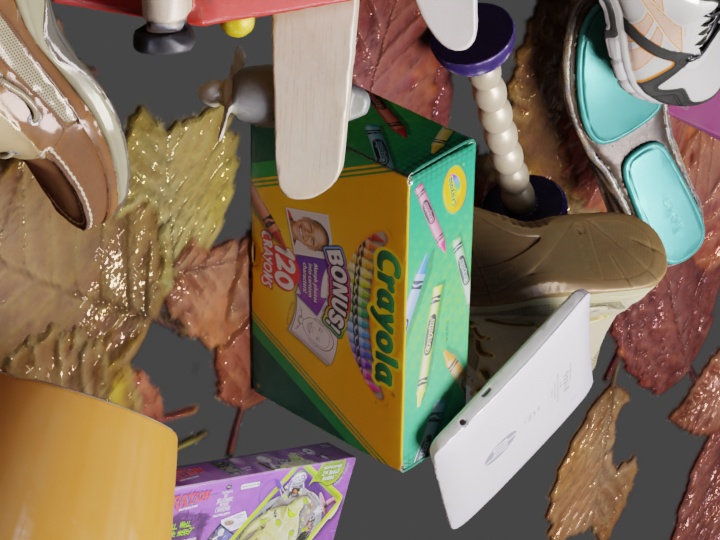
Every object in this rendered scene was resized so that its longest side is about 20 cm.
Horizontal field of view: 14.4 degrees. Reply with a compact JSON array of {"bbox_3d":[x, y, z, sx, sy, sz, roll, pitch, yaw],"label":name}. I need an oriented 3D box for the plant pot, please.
[{"bbox_3d":[-0.176,0.152,1.424,0.200,0.200,0.184,32,70,-56],"label":"plant pot"}]

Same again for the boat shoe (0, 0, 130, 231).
[{"bbox_3d":[-0.176,-0.093,1.352,0.074,0.076,0.200,-42,133,-20],"label":"boat shoe"}]

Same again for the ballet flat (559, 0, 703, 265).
[{"bbox_3d":[0.158,-0.092,1.776,0.068,0.067,0.200,-26,120,-14],"label":"ballet flat"}]

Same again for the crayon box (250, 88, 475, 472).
[{"bbox_3d":[0.000,0.000,1.599,0.058,0.119,0.200,-31,134,-39],"label":"crayon box"}]

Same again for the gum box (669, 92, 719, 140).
[{"bbox_3d":[0.309,-0.096,1.954,0.200,0.113,0.066,18,97,-56],"label":"gum box"}]

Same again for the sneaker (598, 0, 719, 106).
[{"bbox_3d":[0.183,-0.151,1.651,0.074,0.080,0.200,-65,149,-17],"label":"sneaker"}]

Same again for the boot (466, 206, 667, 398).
[{"bbox_3d":[0.071,0.025,1.742,0.200,0.073,0.156,-2,151,-18],"label":"boot"}]

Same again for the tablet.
[{"bbox_3d":[0.093,0.086,1.689,0.130,0.014,0.200,-46,163,-10],"label":"tablet"}]

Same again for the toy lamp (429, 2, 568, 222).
[{"bbox_3d":[0.088,-0.072,1.724,0.058,0.058,0.200,-48,143,-22],"label":"toy lamp"}]

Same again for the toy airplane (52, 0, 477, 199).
[{"bbox_3d":[-0.034,-0.164,1.426,0.199,0.141,0.200,40,93,-24],"label":"toy airplane"}]

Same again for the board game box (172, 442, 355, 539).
[{"bbox_3d":[-0.086,0.169,1.681,0.200,0.032,0.120,-4,118,-52],"label":"board game box"}]
